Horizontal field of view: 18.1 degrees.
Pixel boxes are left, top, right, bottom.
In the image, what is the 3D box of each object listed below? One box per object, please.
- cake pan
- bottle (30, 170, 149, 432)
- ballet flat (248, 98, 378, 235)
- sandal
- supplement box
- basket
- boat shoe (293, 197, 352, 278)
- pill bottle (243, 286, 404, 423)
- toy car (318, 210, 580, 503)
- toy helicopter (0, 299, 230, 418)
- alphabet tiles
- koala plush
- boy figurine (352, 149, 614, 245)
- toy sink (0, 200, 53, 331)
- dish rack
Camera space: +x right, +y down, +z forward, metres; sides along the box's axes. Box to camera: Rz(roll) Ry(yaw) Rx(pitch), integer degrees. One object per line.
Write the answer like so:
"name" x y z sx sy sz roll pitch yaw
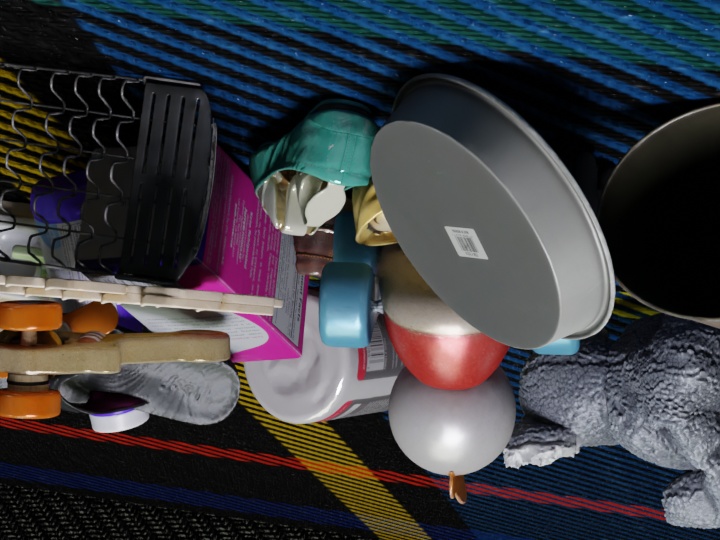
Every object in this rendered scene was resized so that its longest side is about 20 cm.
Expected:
"cake pan" 0.078 -0.030 1.432 0.200 0.037 0.201 41 153 25
"bottle" -0.207 0.025 1.763 0.065 0.202 0.083 -14 -165 -16
"ballet flat" -0.040 -0.062 1.570 0.067 0.071 0.200 13 166 -14
"sandal" -0.188 0.079 1.715 0.199 0.076 0.048 8 -157 -12
"supplement box" -0.121 -0.010 1.708 0.100 0.104 0.200 -4 154 21
"basket" 0.275 -0.014 1.429 0.179 0.137 0.200 -6 163 34
"boat shoe" 0.000 0.000 1.793 0.070 0.071 0.200 -1 164 29
"pill bottle" 0.000 0.066 1.902 0.110 0.112 0.199 0 -178 34
"toy car" 0.068 0.071 1.656 0.183 0.201 0.177 2 -155 5
"toy helicopter" -0.192 0.058 1.643 0.199 0.080 0.132 -1 -176 -26
"alphabet tiles" -0.158 0.017 1.534 0.199 0.015 0.195 4 178 42
"koala plush" 0.218 0.098 1.856 0.199 0.178 0.184 4 153 25
"boy figurine" 0.074 -0.051 1.554 0.199 0.065 0.124 -1 166 30
"toy sink" -0.273 0.018 1.926 0.111 0.131 0.200 7 167 14
"dish rack" -0.198 -0.068 1.505 0.198 0.155 0.055 7 179 8
